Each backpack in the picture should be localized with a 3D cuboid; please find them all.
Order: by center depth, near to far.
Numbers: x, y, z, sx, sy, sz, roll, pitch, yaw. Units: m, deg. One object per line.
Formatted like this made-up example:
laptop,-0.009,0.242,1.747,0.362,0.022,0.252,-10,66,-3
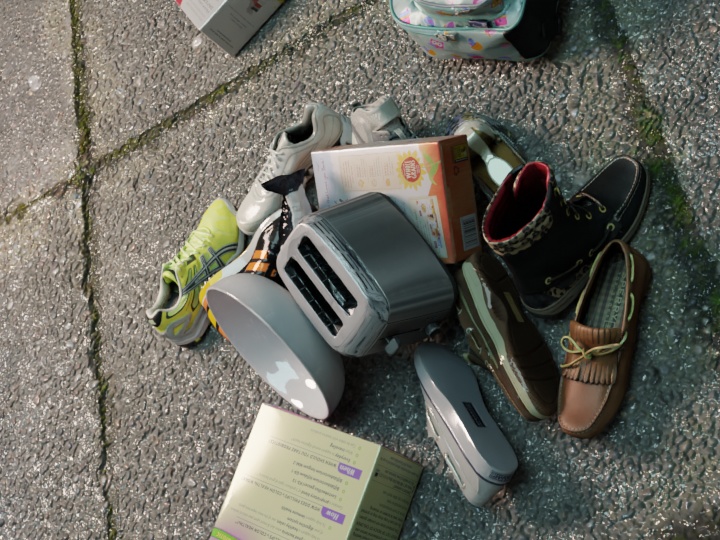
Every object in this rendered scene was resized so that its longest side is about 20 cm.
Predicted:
backpack,0.129,-0.344,1.390,0.199,0.153,0.178,4,77,42

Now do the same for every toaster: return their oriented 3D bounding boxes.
toaster,0.000,0.000,1.273,0.201,0.129,0.114,53,132,18

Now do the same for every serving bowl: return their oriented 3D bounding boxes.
serving bowl,-0.086,0.075,1.341,0.066,0.201,0.199,-44,47,-20

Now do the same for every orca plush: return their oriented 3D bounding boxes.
orca plush,-0.089,-0.018,1.390,0.070,0.201,0.106,1,37,26

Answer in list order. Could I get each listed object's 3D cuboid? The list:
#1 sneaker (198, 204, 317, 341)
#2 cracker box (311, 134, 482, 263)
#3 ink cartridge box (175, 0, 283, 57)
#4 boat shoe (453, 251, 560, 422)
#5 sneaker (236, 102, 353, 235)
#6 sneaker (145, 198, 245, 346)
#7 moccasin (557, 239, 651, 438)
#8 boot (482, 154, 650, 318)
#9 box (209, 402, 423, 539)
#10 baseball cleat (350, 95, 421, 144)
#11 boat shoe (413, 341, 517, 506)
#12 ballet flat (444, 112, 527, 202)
sneaker,-0.112,0.007,1.461,0.200,0.070,0.090,-43,58,16
cracker box,0.039,-0.079,1.343,0.199,0.057,0.135,1,104,43
ink cartridge box,-0.170,-0.432,1.684,0.200,0.083,0.145,-46,51,9
boat shoe,0.148,0.081,1.252,0.075,0.074,0.204,-45,47,33
sneaker,-0.097,-0.133,1.502,0.200,0.081,0.075,-48,53,9
sneaker,-0.211,-0.004,1.524,0.075,0.076,0.202,7,73,38
moccasin,0.240,0.068,1.179,0.073,0.078,0.203,16,79,38
boot,0.211,-0.063,1.207,0.200,0.151,0.073,-50,48,-3
box,-0.054,0.271,1.279,0.175,0.097,0.202,13,76,37
baseball cleat,0.051,-0.141,1.385,0.070,0.107,0.199,-38,47,-24
boat shoe,0.100,0.160,1.245,0.066,0.071,0.201,-59,42,28
ballet flat,0.149,-0.128,1.338,0.072,0.072,0.201,-43,51,10
